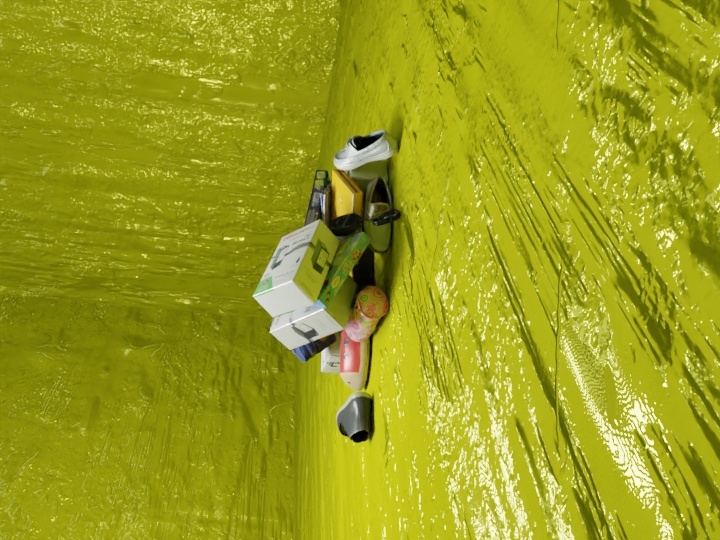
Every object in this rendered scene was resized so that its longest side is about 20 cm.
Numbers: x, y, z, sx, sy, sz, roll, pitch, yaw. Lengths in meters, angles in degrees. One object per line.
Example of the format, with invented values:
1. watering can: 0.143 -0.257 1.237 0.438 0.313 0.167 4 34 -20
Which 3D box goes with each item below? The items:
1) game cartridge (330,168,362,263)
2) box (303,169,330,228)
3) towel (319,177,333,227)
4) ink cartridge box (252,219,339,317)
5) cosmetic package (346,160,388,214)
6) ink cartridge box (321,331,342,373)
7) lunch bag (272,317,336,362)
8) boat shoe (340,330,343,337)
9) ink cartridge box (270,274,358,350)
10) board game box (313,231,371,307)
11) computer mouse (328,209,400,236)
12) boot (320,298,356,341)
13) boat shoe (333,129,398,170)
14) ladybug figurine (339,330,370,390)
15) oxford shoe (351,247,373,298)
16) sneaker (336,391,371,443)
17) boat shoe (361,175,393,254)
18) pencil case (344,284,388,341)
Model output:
1. game cartridge: -0.038 -0.136 1.649 0.177 0.032 0.205 -125 32 -55
2. box: -0.114 -0.156 1.728 0.111 0.034 0.205 77 -160 -62
3. towel: -0.082 -0.179 1.762 0.201 0.023 0.149 -64 -21 -61
4. ink cartridge box: -0.148 -0.005 1.496 0.144 0.084 0.203 -20 36 37
5. cosmetic package: 0.004 -0.200 1.724 0.203 0.104 0.086 104 167 -48
6. ink cartridge box: -0.069 0.223 1.987 0.201 0.082 0.150 116 157 -64
7. lunch bag: -0.177 0.155 1.834 0.203 0.131 0.135 60 161 -9
8. boat shoe: -0.027 0.104 1.840 0.073 0.070 0.205 110 162 -55
9. ink cartridge box: -0.115 0.094 1.581 0.197 0.084 0.147 -24 34 36
10. board game box: -0.077 -0.004 1.530 0.150 0.037 0.202 0 49 54
11. computer mouse: 0.009 -0.111 1.514 0.035 0.195 0.059 62 -142 -31
12. boot: -0.091 0.096 1.719 0.077 0.154 0.201 55 -179 42
13. boat shoe: 0.002 -0.310 1.597 0.197 0.072 0.071 -8 50 38
14. ladybug figurine: -0.016 0.218 1.715 0.136 0.070 0.206 128 146 -73
15. oxford shoe: 0.000 0.000 1.756 0.072 0.069 0.205 103 168 -60
16. sneaker: -0.021 0.404 1.632 0.202 0.073 0.108 109 166 -50
17. boat shoe: 0.042 -0.139 1.558 0.069 0.073 0.205 119 149 -55
18. pencil case: 0.010 0.110 1.583 0.201 0.085 0.090 115 158 -66
